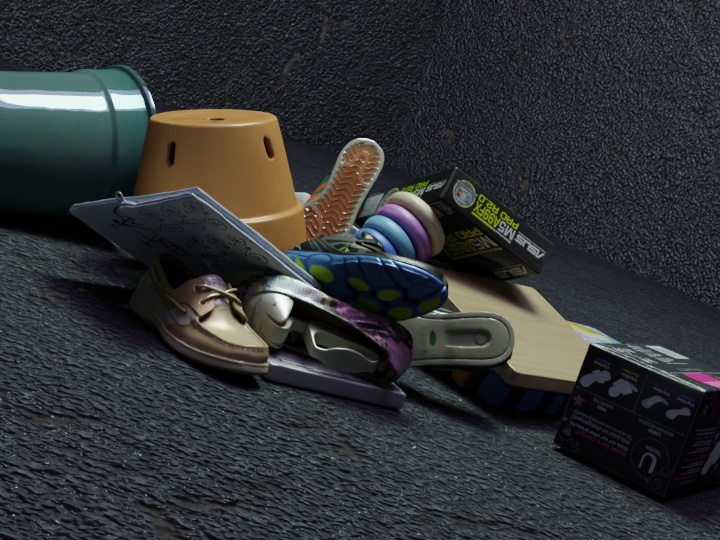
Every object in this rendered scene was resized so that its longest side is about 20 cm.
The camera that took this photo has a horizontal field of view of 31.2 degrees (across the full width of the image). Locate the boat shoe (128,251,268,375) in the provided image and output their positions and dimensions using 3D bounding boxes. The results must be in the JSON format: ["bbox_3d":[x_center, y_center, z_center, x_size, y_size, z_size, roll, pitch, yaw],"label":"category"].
[{"bbox_3d":[-0.146,0.035,1.177,0.074,0.069,0.200,10,12,-43],"label":"boat shoe"}]

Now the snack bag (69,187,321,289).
[{"bbox_3d":[-0.166,-0.021,1.249,0.200,0.021,0.189,-2,-30,40],"label":"snack bag"}]

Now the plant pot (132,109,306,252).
[{"bbox_3d":[-0.157,-0.098,1.398,0.200,0.140,0.200,1,13,0],"label":"plant pot"}]

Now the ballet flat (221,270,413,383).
[{"bbox_3d":[-0.047,0.055,1.205,0.200,0.069,0.071,20,28,0],"label":"ballet flat"}]

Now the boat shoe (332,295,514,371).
[{"bbox_3d":[0.054,0.068,1.299,0.199,0.072,0.068,7,-9,5],"label":"boat shoe"}]

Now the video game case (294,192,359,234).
[{"bbox_3d":[-0.106,-0.065,1.701,0.200,0.023,0.182,4,-17,32],"label":"video game case"}]

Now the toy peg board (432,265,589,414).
[{"bbox_3d":[0.162,0.101,1.451,0.200,0.098,0.199,11,28,-41],"label":"toy peg board"}]

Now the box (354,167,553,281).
[{"bbox_3d":[0.108,-0.044,1.537,0.160,0.044,0.200,37,-23,-22],"label":"box"}]

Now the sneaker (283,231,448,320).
[{"bbox_3d":[0.006,-0.005,1.257,0.199,0.071,0.083,11,41,44],"label":"sneaker"}]

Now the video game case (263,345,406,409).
[{"bbox_3d":[-0.054,0.080,1.271,0.143,0.018,0.200,15,10,-24],"label":"video game case"}]

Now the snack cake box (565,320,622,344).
[{"bbox_3d":[0.292,0.121,1.610,0.115,0.067,0.200,16,9,-27],"label":"snack cake box"}]

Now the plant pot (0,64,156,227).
[{"bbox_3d":[-0.365,-0.142,1.457,0.196,0.201,0.200,0,20,-41],"label":"plant pot"}]

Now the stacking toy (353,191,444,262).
[{"bbox_3d":[0.000,0.000,1.427,0.085,0.200,0.085,38,-28,24],"label":"stacking toy"}]

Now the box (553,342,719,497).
[{"bbox_3d":[0.306,0.149,1.319,0.132,0.115,0.200,23,8,31],"label":"box"}]

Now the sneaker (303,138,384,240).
[{"bbox_3d":[-0.037,-0.064,1.552,0.071,0.200,0.080,34,-21,4],"label":"sneaker"}]
